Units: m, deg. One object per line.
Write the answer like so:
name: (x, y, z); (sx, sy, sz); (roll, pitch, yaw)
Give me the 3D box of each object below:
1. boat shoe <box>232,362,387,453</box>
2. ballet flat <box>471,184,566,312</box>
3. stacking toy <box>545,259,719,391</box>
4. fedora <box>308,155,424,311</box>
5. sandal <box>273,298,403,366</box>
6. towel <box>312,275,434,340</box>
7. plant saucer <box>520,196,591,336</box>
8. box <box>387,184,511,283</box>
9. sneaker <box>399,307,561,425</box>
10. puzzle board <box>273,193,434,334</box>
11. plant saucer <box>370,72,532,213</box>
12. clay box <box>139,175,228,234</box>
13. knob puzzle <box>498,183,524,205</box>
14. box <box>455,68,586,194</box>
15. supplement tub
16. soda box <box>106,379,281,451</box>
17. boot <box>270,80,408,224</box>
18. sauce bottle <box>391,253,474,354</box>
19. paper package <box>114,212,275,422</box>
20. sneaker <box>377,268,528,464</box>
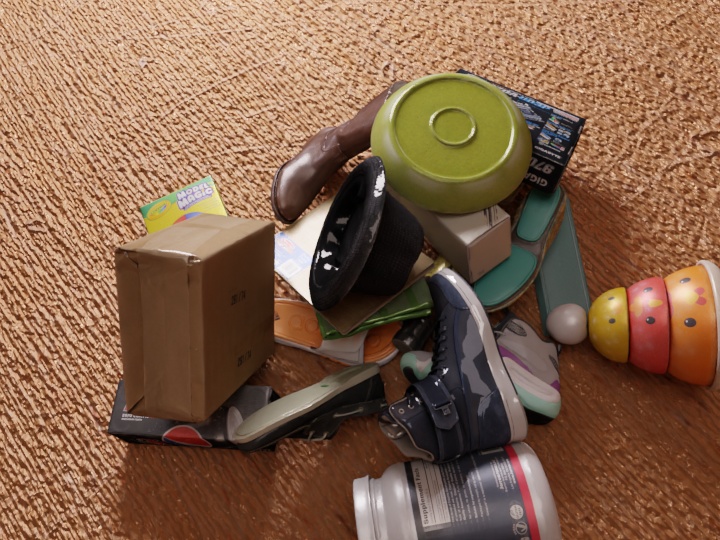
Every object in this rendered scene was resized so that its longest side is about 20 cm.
boat shoe: (-0.052, 0.170, 0.753); (0.197, 0.071, 0.069); (-18, 98, -32)
ballet flat: (0.208, -0.022, 0.832); (0.070, 0.071, 0.202); (27, 75, 17)
stacking toy: (0.321, 0.067, 0.766); (0.195, 0.147, 0.149); (-3, 64, 17)
fedora: (0.013, -0.030, 0.741); (0.090, 0.200, 0.204); (23, 66, -16)
sandal: (-0.045, 0.072, 0.833); (0.202, 0.059, 0.081); (8, 66, 9)
towel: (0.000, 0.000, 0.839); (0.146, 0.031, 0.202); (-15, 45, -4)
plant saucer: (0.263, -0.013, 0.863); (0.068, 0.019, 0.204); (-5, 66, 4)
box: (0.101, -0.084, 0.819); (0.068, 0.083, 0.201); (-33, 55, -10)
sneaker: (0.152, 0.095, 0.793); (0.196, 0.078, 0.142); (17, 64, -3)
puzzle board: (-0.025, -0.014, 0.825); (0.150, 0.018, 0.199); (-35, 49, -22)
plant saucer: (0.110, -0.164, 0.774); (0.195, 0.031, 0.204); (-1, 65, 1)
clay box: (-0.234, -0.045, 0.914); (0.113, 0.048, 0.202); (-25, 66, -6)
knob puzzle: (0.162, -0.164, 0.934); (0.214, 0.031, 0.224); (-3, 59, 5)
box: (0.189, -0.192, 0.864); (0.197, 0.047, 0.159); (26, 41, 12)
supplement tub: (0.098, 0.267, 0.682); (0.195, 0.141, 0.143); (-11, 64, 1)
soda box: (-0.201, 0.179, 0.798); (0.195, 0.064, 0.072); (1, 65, 7)
boot: (-0.020, -0.158, 0.862); (0.198, 0.064, 0.189); (-16, 41, 42)
sauce bottle: (0.111, 0.022, 0.836); (0.064, 0.065, 0.201); (29, 71, 18)
paper package: (-0.180, 0.045, 0.745); (0.101, 0.200, 0.195); (7, 108, 13)
sneaker: (0.075, 0.102, 0.695); (0.143, 0.077, 0.206); (-15, 66, -11)
